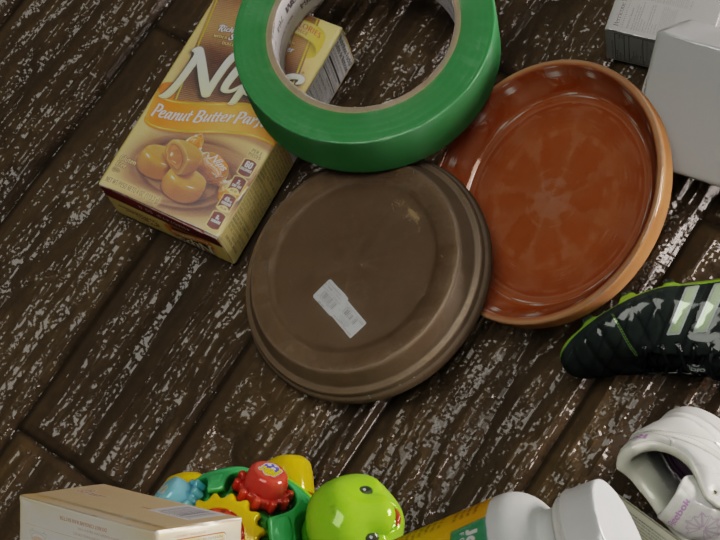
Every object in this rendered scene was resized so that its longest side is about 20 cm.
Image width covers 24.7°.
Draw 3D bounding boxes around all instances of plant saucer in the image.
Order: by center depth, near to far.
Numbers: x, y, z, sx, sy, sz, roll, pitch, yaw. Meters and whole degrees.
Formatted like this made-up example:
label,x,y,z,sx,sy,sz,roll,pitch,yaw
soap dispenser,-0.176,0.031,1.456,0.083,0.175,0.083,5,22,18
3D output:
label,x,y,z,sx,sy,sz,roll,pitch,yaw
plant saucer,0.138,-0.054,1.197,0.200,0.032,0.201,-15,65,35
plant saucer,0.000,0.000,1.219,0.199,0.029,0.201,-9,65,21

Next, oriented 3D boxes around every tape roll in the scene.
label,x,y,z,sx,sy,sz,roll,pitch,yaw
tape roll,0.005,-0.173,1.245,0.200,0.048,0.201,-4,65,9

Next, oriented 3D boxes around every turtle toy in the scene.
label,x,y,z,sx,sy,sz,roll,pitch,yaw
turtle toy,-0.066,0.189,1.132,0.199,0.101,0.146,-12,65,7

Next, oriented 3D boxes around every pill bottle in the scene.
label,x,y,z,sx,sy,sz,roll,pitch,yaw
pill bottle,0.075,0.205,1.019,0.200,0.113,0.113,-26,63,20

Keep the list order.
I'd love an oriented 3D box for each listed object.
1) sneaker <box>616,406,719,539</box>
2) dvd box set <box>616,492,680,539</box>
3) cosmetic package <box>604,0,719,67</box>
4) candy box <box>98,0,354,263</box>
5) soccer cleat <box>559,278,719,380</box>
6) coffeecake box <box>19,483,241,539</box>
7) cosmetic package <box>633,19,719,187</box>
label,x,y,z,sx,sy,sz,roll,pitch,yaw
sneaker,0.248,0.173,1.071,0.200,0.099,0.075,41,122,30
dvd box set,0.126,0.238,1.066,0.200,0.029,0.146,-42,27,-8
cosmetic package,0.259,-0.251,1.283,0.082,0.051,0.201,17,71,15
candy box,-0.104,-0.118,1.299,0.115,0.055,0.200,23,74,20
soccer cleat,0.240,0.046,1.147,0.199,0.068,0.081,-17,56,1
coffeecake box,-0.152,0.251,1.063,0.153,0.073,0.201,4,94,46
cosmetic package,0.302,-0.103,1.169,0.199,0.074,0.102,22,115,23
